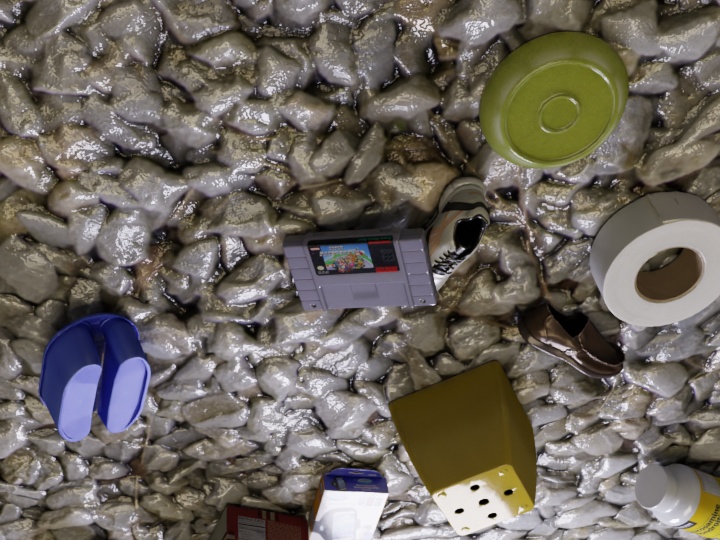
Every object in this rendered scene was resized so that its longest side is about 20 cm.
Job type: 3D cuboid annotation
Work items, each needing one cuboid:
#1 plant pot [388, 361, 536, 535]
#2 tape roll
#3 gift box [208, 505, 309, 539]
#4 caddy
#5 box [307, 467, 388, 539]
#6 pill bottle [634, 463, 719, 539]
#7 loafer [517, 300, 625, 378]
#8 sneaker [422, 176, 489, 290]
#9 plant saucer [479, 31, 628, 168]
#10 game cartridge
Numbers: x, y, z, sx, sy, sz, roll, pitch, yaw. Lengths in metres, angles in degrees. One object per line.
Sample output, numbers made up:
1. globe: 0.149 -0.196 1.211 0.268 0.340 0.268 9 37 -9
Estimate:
1. plant pot: 0.182 0.303 1.561 0.199 0.177 0.201 -23 129 10
2. tape roll: 0.440 -0.015 1.407 0.200 0.071 0.204 -4 130 -5
3. gift box: -0.198 0.554 1.700 0.183 0.201 0.188 17 127 -16
4. caddy: -0.386 0.150 1.394 0.140 0.105 0.201 -6 134 -34
5. box: -0.025 0.429 1.723 0.118 0.042 0.201 5 131 -13
6. pill bottle: 0.602 0.420 1.767 0.199 0.113 0.112 21 123 -24
7. loafer: 0.339 0.107 1.489 0.199 0.073 0.071 21 125 -24
8. sneaker: 0.117 -0.032 1.337 0.073 0.080 0.201 9 129 -19
9. plant saucer: 0.253 -0.208 1.243 0.198 0.031 0.201 -4 130 -5
10. game cartridge: 0.000 0.000 1.341 0.198 0.039 0.130 -3 136 15
